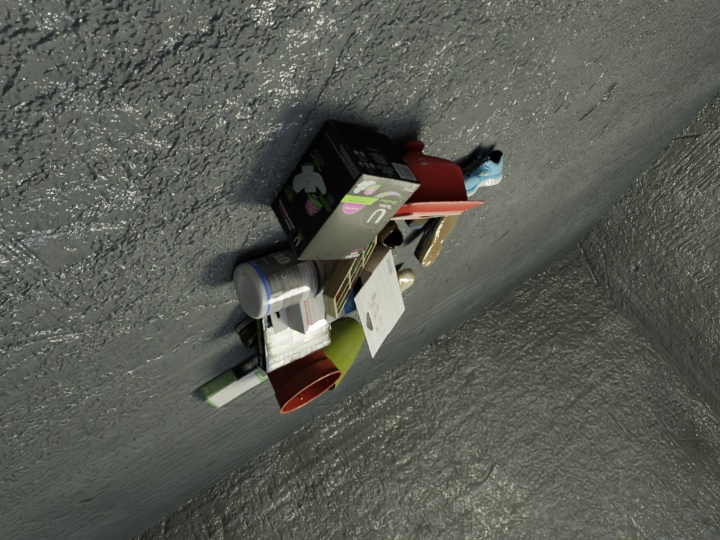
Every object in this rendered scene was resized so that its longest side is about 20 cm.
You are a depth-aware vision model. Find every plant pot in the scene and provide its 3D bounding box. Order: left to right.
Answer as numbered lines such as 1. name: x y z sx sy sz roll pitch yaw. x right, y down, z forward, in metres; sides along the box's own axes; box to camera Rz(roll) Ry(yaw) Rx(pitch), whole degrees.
1. plant pot: -0.184 0.257 1.440 0.200 0.196 0.201 -32 161 -12
2. plant pot: -0.082 0.243 1.652 0.200 0.187 0.187 -41 167 -31

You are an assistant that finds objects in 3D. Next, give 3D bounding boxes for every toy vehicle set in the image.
1. toy vehicle set: -0.019 -0.009 1.084 0.201 0.026 0.124 -62 169 -19

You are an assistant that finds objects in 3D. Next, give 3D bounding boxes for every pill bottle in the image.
1. pill bottle: -0.145 0.013 1.056 0.199 0.114 0.114 -21 157 -36

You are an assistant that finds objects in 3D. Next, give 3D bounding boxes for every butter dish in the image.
1. butter dish: 0.106 -0.176 1.003 0.199 0.149 0.199 -6 -176 -32

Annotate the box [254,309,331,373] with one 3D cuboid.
1. box: -0.160 0.124 1.253 0.199 0.047 0.194 -21 119 -38

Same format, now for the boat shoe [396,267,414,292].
1. boat shoe: 0.094 0.060 1.654 0.069 0.074 0.200 -5 145 -35

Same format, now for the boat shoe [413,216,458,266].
1. boat shoe: 0.206 -0.109 1.442 0.072 0.065 0.201 -1 123 -45

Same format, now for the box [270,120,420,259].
1. box: -0.029 -0.126 0.883 0.148 0.125 0.200 -1 143 -46

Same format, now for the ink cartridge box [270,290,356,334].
1. ink cartridge box: -0.109 0.069 1.193 0.199 0.068 0.117 -24 114 -36

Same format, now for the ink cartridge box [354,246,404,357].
1. ink cartridge box: 0.035 0.075 1.220 0.174 0.043 0.201 -51 139 -36

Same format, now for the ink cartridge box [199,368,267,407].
1. ink cartridge box: -0.360 0.328 1.535 0.199 0.048 0.146 -31 161 -14

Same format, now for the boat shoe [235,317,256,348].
1. boat shoe: -0.208 0.124 1.290 0.200 0.061 0.072 -29 160 -17

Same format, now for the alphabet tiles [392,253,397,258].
1. alphabet tiles: 0.000 0.000 1.361 0.199 0.006 0.166 -16 170 -45

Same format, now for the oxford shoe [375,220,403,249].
1. oxford shoe: 0.062 -0.076 1.234 0.073 0.084 0.200 -47 165 -3

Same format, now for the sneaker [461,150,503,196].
1. sneaker: 0.272 -0.245 1.252 0.199 0.078 0.090 -27 141 -33

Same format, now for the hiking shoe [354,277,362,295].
1. hiking shoe: -0.038 0.046 1.334 0.199 0.087 0.075 -8 -132 46

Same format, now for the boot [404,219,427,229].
1. boot: 0.125 -0.130 1.236 0.199 0.075 0.097 -16 150 -48
